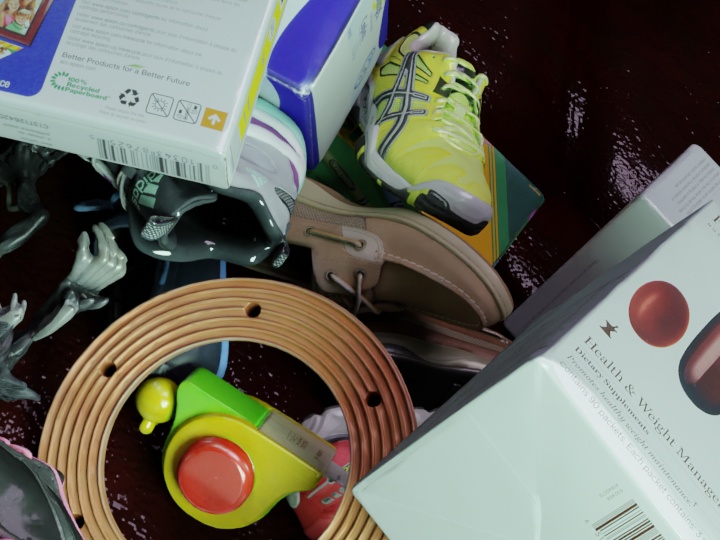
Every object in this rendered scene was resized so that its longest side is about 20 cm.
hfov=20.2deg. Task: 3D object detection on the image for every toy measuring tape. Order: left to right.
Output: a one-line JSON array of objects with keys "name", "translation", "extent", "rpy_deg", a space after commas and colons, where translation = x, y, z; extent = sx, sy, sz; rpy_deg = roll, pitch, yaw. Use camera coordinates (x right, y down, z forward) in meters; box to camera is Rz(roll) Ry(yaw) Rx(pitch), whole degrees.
[{"name": "toy measuring tape", "translation": [-0.040, 0.124, 1.088], "extent": [0.200, 0.074, 0.074], "rpy_deg": [32, 38, 3]}]

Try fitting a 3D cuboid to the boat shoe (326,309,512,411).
[{"name": "boat shoe", "translation": [0.067, 0.060, 1.257], "extent": [0.200, 0.076, 0.074], "rpy_deg": [20, 38, -28]}]

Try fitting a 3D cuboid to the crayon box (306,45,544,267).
[{"name": "crayon box", "translation": [0.017, -0.075, 1.349], "extent": [0.200, 0.058, 0.119], "rpy_deg": [43, 37, -2]}]

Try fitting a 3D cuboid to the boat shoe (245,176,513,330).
[{"name": "boat shoe", "translation": [0.000, 0.000, 1.198], "extent": [0.200, 0.071, 0.065], "rpy_deg": [21, 60, 36]}]

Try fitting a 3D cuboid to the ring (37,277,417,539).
[{"name": "ring", "translation": [-0.068, 0.099, 1.039], "extent": [0.201, 0.200, 0.019], "rpy_deg": [63, -1, 23]}]

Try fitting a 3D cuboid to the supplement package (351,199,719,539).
[{"name": "supplement package", "translation": [0.144, 0.107, 0.999], "extent": [0.191, 0.147, 0.200], "rpy_deg": [52, 40, 1]}]

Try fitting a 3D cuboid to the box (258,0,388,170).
[{"name": "box", "translation": [-0.092, -0.165, 1.183], "extent": [0.200, 0.184, 0.105], "rpy_deg": [27, 81, 5]}]

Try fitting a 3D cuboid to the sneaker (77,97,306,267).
[{"name": "sneaker", "translation": [-0.118, -0.063, 1.067], "extent": [0.200, 0.078, 0.140], "rpy_deg": [23, 33, -16]}]

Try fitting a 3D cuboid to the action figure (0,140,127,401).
[{"name": "action figure", "translation": [-0.195, -0.012, 1.063], "extent": [0.119, 0.102, 0.200], "rpy_deg": [31, 36, -35]}]

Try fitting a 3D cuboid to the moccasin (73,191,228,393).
[{"name": "moccasin", "translation": [-0.118, -0.018, 1.154], "extent": [0.068, 0.080, 0.200], "rpy_deg": [17, 44, -35]}]

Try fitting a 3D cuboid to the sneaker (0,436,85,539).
[{"name": "sneaker", "translation": [-0.190, 0.107, 0.985], "extent": [0.200, 0.079, 0.095], "rpy_deg": [54, 34, 0]}]

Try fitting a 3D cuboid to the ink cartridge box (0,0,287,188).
[{"name": "ink cartridge box", "translation": [-0.137, -0.155, 1.056], "extent": [0.197, 0.047, 0.200], "rpy_deg": [13, 61, 6]}]

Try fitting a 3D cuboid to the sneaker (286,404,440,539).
[{"name": "sneaker", "translation": [0.039, 0.128, 1.181], "extent": [0.200, 0.077, 0.085], "rpy_deg": [1, 65, -33]}]

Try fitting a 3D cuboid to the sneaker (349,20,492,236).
[{"name": "sneaker", "translation": [0.042, -0.093, 1.232], "extent": [0.075, 0.076, 0.200], "rpy_deg": [28, 21, -29]}]

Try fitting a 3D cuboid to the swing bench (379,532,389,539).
[{"name": "swing bench", "translation": [0.072, 0.264, 1.030], "extent": [0.200, 0.130, 0.199], "rpy_deg": [18, 45, -23]}]

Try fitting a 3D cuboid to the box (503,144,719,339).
[{"name": "box", "translation": [0.227, 0.047, 1.349], "extent": [0.200, 0.152, 0.106], "rpy_deg": [47, 37, 3]}]
